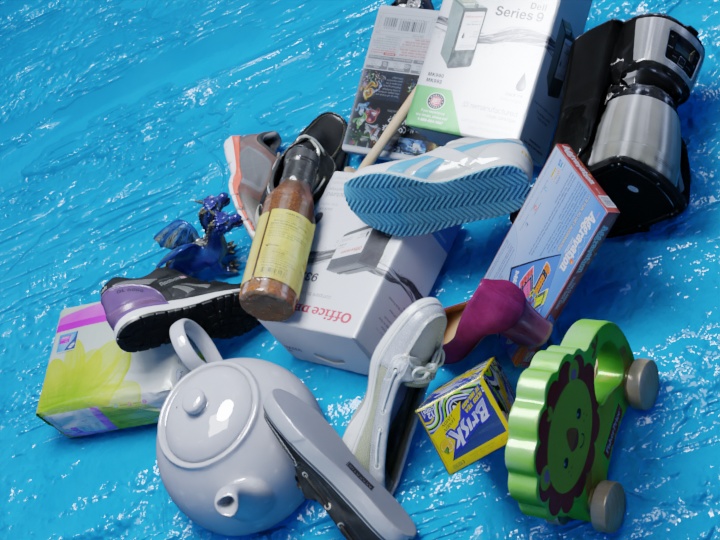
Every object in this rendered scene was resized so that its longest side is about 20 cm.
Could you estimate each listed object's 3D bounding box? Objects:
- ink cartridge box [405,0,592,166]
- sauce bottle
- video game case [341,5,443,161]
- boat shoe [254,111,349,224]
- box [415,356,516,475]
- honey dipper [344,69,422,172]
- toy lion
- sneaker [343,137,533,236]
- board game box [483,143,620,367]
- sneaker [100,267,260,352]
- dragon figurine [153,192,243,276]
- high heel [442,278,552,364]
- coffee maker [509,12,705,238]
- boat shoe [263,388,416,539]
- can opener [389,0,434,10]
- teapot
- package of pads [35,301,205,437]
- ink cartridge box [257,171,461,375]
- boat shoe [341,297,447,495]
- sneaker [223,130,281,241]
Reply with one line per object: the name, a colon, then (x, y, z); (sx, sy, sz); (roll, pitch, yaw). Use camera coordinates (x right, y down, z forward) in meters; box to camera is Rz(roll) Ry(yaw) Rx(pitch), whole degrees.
ink cartridge box: (0.151, -0.231, 1.441); (0.145, 0.084, 0.202); (14, 86, 32)
sauce bottle: (-0.080, -0.043, 1.421); (0.065, 0.066, 0.202); (-5, 54, 28)
video game case: (0.086, -0.211, 1.536); (0.198, 0.023, 0.184); (12, 84, 31)
boat shoe: (-0.060, -0.126, 1.556); (0.071, 0.068, 0.201); (22, 48, 9)
box: (0.103, 0.129, 1.207); (0.070, 0.200, 0.065); (-29, 86, 8)
honey dipper: (0.029, -0.151, 1.518); (0.201, 0.038, 0.038); (-53, 43, 17)
toy lion: (0.187, 0.128, 1.157); (0.068, 0.192, 0.201); (5, 59, 33)
sneaker: (0.081, -0.090, 1.361); (0.198, 0.077, 0.081); (-5, 33, 16)
board game box: (0.178, -0.012, 1.296); (0.103, 0.019, 0.201); (62, 138, 41)
sneaker: (-0.191, 0.026, 1.473); (0.088, 0.198, 0.076); (57, 138, 34)
dragon figurine: (-0.211, -0.021, 1.569); (0.199, 0.099, 0.059); (-27, 47, 19)
high heel: (0.095, 0.040, 1.313); (0.199, 0.096, 0.068); (-14, 46, 51)
coffee maker: (0.251, -0.148, 1.364); (0.190, 0.135, 0.202); (-2, 56, 31)
boat shoe: (-0.031, 0.201, 1.273); (0.200, 0.069, 0.057); (46, 106, 12)
can opener: (0.081, -0.259, 1.597); (0.063, 0.079, 0.202); (-24, 58, 14)
teapot: (-0.139, 0.162, 1.361); (0.198, 0.146, 0.199); (9, 62, 36)
package of pads: (-0.273, 0.107, 1.536); (0.198, 0.068, 0.156); (-13, 51, 24)
ink cartridge box: (0.000, 0.000, 1.436); (0.144, 0.084, 0.201); (9, 63, 39)
boat shoe: (0.042, 0.123, 1.297); (0.065, 0.074, 0.204); (33, 106, 32)
sneaker: (-0.111, -0.102, 1.593); (0.081, 0.077, 0.201); (-20, 51, 5)
